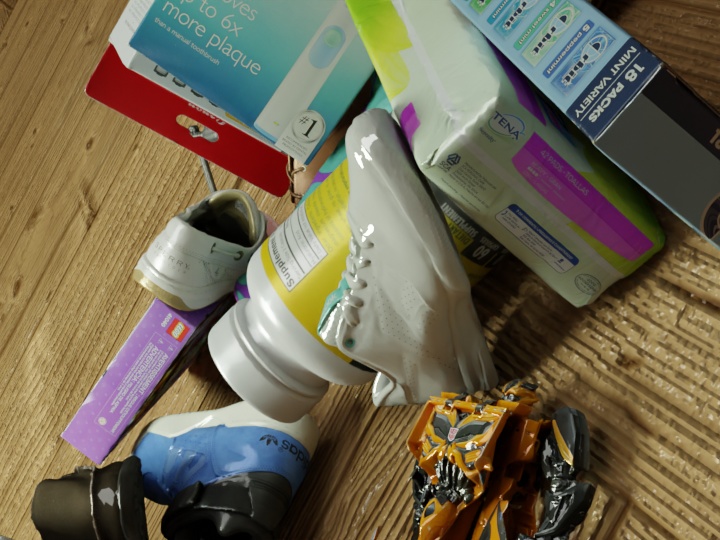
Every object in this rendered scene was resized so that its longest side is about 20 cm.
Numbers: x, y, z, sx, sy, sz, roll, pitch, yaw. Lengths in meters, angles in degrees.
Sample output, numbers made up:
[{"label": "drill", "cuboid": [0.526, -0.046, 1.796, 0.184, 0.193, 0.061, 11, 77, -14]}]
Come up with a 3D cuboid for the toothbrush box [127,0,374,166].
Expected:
[{"label": "toothbrush box", "cuboid": [-0.036, -0.197, 0.919, 0.200, 0.146, 0.085, -53, 10, 17]}]

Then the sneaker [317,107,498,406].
[{"label": "sneaker", "cuboid": [0.013, 0.007, 0.755, 0.088, 0.201, 0.075, -19, 39, 4]}]

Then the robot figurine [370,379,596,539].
[{"label": "robot figurine", "cuboid": [0.050, 0.149, 0.729, 0.145, 0.058, 0.201, -1, 67, 59]}]

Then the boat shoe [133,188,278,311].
[{"label": "boat shoe", "cuboid": [-0.095, -0.025, 1.022, 0.070, 0.071, 0.200, -60, -7, 18]}]

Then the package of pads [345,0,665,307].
[{"label": "package of pads", "cuboid": [0.079, -0.086, 0.778, 0.068, 0.154, 0.201, -41, 36, 18]}]

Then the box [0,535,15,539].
[{"label": "box", "cuboid": [-0.207, 0.259, 0.928, 0.199, 0.199, 0.132, -7, 60, 58]}]

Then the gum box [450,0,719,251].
[{"label": "gum box", "cuboid": [0.135, -0.069, 0.645, 0.045, 0.170, 0.200, -49, 31, 12]}]

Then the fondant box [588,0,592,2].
[{"label": "fondant box", "cuboid": [0.108, -0.226, 0.927, 0.144, 0.058, 0.201, -45, 25, 32]}]

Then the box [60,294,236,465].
[{"label": "box", "cuboid": [-0.145, 0.052, 1.074, 0.137, 0.039, 0.200, -53, 1, 20]}]

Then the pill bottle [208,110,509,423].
[{"label": "pill bottle", "cuboid": [0.000, 0.000, 0.860, 0.200, 0.111, 0.112, -44, 32, 18]}]

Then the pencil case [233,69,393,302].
[{"label": "pencil case", "cuboid": [-0.005, -0.040, 0.956, 0.201, 0.085, 0.093, -55, 45, 16]}]

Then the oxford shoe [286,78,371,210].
[{"label": "oxford shoe", "cuboid": [-0.031, -0.060, 1.034, 0.071, 0.071, 0.201, 30, 98, 60]}]

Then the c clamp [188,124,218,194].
[{"label": "c clamp", "cuboid": [-0.090, -0.151, 1.186, 0.199, 0.172, 0.027, -18, 10, 43]}]

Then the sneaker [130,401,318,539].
[{"label": "sneaker", "cuboid": [-0.114, 0.162, 0.964, 0.199, 0.077, 0.112, -19, 40, 45]}]

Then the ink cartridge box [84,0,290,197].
[{"label": "ink cartridge box", "cuboid": [-0.080, -0.154, 1.057, 0.176, 0.199, 0.084, -58, 29, 10]}]

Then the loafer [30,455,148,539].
[{"label": "loafer", "cuboid": [-0.190, 0.172, 0.956, 0.200, 0.071, 0.074, 143, 121, -68]}]
